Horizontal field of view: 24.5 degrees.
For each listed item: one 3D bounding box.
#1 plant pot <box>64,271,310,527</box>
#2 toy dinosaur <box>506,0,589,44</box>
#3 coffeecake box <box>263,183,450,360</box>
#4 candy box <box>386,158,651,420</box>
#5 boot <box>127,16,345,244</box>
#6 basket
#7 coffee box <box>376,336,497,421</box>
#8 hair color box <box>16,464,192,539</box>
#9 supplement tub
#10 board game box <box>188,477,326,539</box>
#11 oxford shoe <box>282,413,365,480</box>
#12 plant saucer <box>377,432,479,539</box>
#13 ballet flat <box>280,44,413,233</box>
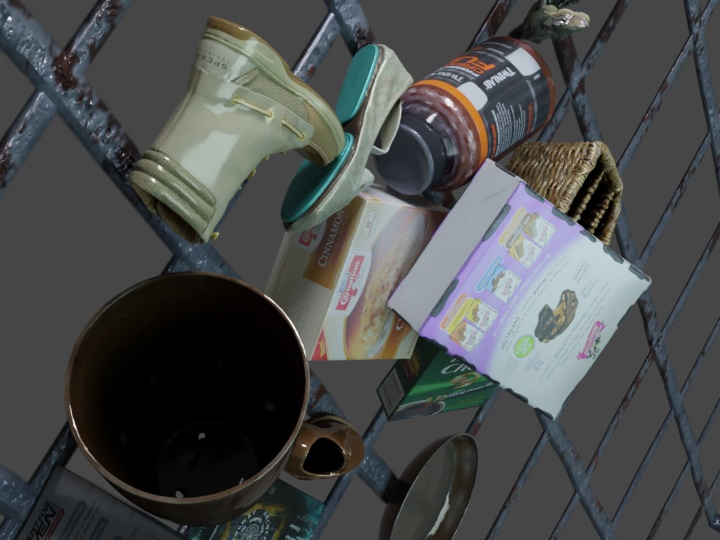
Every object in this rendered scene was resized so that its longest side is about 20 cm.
[{"bbox_3d":[-0.132,0.129,1.334,0.188,0.186,0.201,-54,166,-22],"label":"plant pot"},{"bbox_3d":[0.185,-0.253,1.637,0.089,0.047,0.200,-54,-172,-10],"label":"toy dinosaur"},{"bbox_3d":[0.000,0.000,1.554,0.199,0.073,0.155,4,108,-61],"label":"coffeecake box"},{"bbox_3d":[0.151,0.021,1.563,0.199,0.071,0.169,33,94,-34],"label":"candy box"},{"bbox_3d":[-0.096,-0.088,1.310,0.157,0.072,0.200,-62,151,-8],"label":"boot"},{"bbox_3d":[0.213,-0.025,1.788,0.142,0.148,0.201,38,74,-28],"label":"basket"},{"bbox_3d":[0.103,0.088,1.702,0.122,0.044,0.200,-7,152,-25],"label":"coffee box"},{"bbox_3d":[-0.175,0.241,1.285,0.100,0.199,0.061,-61,151,-8],"label":"hair color box"},{"bbox_3d":[0.096,-0.143,1.576,0.200,0.106,0.108,-36,141,-44],"label":"supplement tub"},{"bbox_3d":[-0.108,0.263,1.613,0.136,0.028,0.200,-62,153,-9],"label":"board game box"},{"bbox_3d":[-0.036,0.183,1.638,0.200,0.071,0.072,17,94,-65],"label":"oxford shoe"},{"bbox_3d":[0.075,0.279,1.958,0.200,0.032,0.202,-40,143,-40],"label":"plant saucer"},{"bbox_3d":[-0.003,-0.106,1.436,0.062,0.067,0.201,39,64,-30],"label":"ballet flat"}]
